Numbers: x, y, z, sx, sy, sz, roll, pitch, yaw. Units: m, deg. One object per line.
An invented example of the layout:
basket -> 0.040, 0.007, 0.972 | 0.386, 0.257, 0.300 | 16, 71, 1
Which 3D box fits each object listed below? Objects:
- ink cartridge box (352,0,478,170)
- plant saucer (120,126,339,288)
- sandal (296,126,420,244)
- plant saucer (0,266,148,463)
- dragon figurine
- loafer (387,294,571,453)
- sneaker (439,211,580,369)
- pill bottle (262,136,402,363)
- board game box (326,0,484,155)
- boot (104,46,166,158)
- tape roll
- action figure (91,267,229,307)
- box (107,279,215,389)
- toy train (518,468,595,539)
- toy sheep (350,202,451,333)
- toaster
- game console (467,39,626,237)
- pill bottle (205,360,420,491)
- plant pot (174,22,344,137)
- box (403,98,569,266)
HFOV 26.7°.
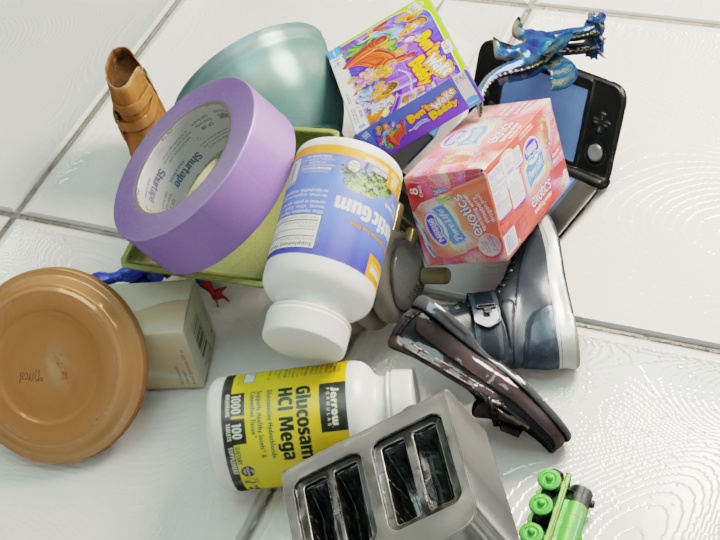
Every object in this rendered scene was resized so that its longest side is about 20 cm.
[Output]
ink cartridge box -> 0.067, -0.212, 1.777 | 0.068, 0.116, 0.201 | 34, 53, -10
plant saucer -> -0.131, -0.063, 1.620 | 0.198, 0.048, 0.201 | 7, 59, 33
sandal -> 0.007, -0.083, 1.676 | 0.199, 0.055, 0.082 | 30, 36, -8
plant saucer -> -0.315, 0.098, 1.553 | 0.198, 0.202, 0.032 | 0, 2, 13
dragon figurine -> 0.198, -0.228, 1.632 | 0.099, 0.059, 0.200 | 8, 33, 30
loafer -> 0.112, 0.111, 1.460 | 0.200, 0.072, 0.063 | 43, 79, 5
sneaker -> 0.140, 0.020, 1.565 | 0.145, 0.077, 0.203 | -8, 48, 4
pill bottle -> -0.031, -0.018, 1.470 | 0.111, 0.112, 0.202 | 5, 65, 19
board game box -> 0.045, -0.212, 1.651 | 0.134, 0.045, 0.201 | -30, 33, 8
boot -> -0.252, -0.157, 1.788 | 0.073, 0.155, 0.200 | -23, 45, -8
tape roll -> -0.160, -0.097, 1.549 | 0.199, 0.066, 0.201 | -30, 39, 27
action figure -> -0.227, 0.017, 1.679 | 0.199, 0.066, 0.099 | -29, 40, -12
box -> -0.264, 0.072, 1.615 | 0.198, 0.095, 0.078 | -5, 46, 13
toy train -> 0.162, 0.262, 1.354 | 0.056, 0.042, 0.201 | 15, 51, 15
toy sheep -> 0.000, 0.000, 1.587 | 0.198, 0.138, 0.139 | -3, 45, 27
toaster -> 0.036, 0.227, 1.337 | 0.180, 0.119, 0.201 | -27, 42, 13
game console -> 0.174, -0.144, 1.695 | 0.199, 0.177, 0.116 | 26, 29, 33
pill bottle -> -0.042, 0.147, 1.466 | 0.198, 0.113, 0.113 | -8, 45, 8
plant pot -> -0.098, -0.170, 1.755 | 0.199, 0.201, 0.135 | -27, 72, -12
box -> 0.133, -0.094, 1.566 | 0.094, 0.103, 0.200 | -4, 25, 30
